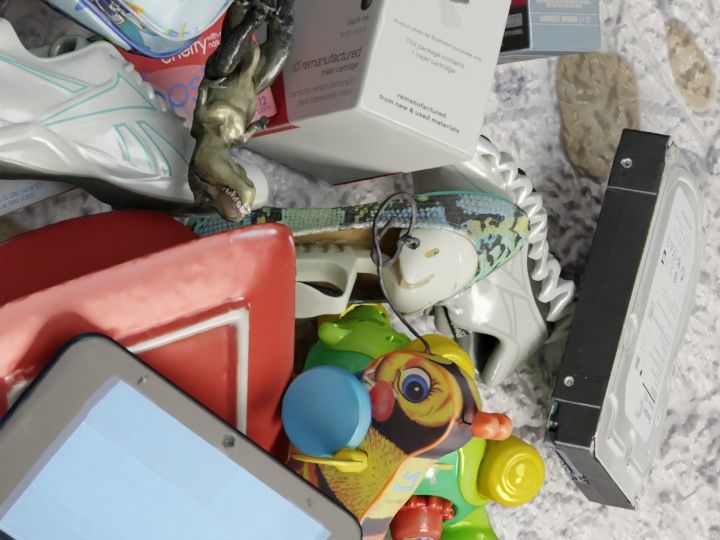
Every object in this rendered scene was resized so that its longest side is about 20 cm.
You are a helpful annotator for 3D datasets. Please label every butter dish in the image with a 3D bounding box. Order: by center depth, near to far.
[{"bbox_3d":[-0.146,0.043,1.425,0.199,0.148,0.200,-19,136,-23],"label":"butter dish"}]

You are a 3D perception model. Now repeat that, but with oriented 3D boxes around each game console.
[{"bbox_3d":[-0.105,0.161,1.323,0.200,0.118,0.171,38,36,-29],"label":"game console"}]

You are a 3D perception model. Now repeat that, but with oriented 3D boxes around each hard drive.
[{"bbox_3d":[0.164,0.032,1.704,0.140,0.038,0.201,51,53,-63],"label":"hard drive"}]

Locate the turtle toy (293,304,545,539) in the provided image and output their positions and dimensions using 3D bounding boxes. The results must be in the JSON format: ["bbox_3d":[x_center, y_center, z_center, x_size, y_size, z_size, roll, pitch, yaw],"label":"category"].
[{"bbox_3d":[0.027,0.108,1.576,0.101,0.146,0.200,-41,115,-11],"label":"turtle toy"}]

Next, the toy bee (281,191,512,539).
[{"bbox_3d":[0.015,0.080,1.427,0.131,0.109,0.201,-23,134,-51],"label":"toy bee"}]

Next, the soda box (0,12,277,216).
[{"bbox_3d":[-0.143,-0.084,1.480,0.200,0.063,0.070,-24,103,-37],"label":"soda box"}]

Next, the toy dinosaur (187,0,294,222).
[{"bbox_3d":[-0.054,-0.110,1.413,0.047,0.088,0.200,25,36,-12],"label":"toy dinosaur"}]

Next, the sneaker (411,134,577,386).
[{"bbox_3d":[0.065,-0.010,1.624,0.081,0.075,0.200,-43,134,-16],"label":"sneaker"}]

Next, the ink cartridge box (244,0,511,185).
[{"bbox_3d":[0.014,-0.160,1.557,0.084,0.144,0.201,22,74,-30],"label":"ink cartridge box"}]

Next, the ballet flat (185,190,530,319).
[{"bbox_3d":[0.000,0.000,1.543,0.199,0.074,0.075,-5,91,-8],"label":"ballet flat"}]

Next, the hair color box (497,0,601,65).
[{"bbox_3d":[0.083,-0.224,1.649,0.060,0.099,0.201,-2,89,-39],"label":"hair color box"}]

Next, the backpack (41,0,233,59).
[{"bbox_3d":[-0.121,-0.222,1.374,0.200,0.147,0.183,37,87,-33],"label":"backpack"}]

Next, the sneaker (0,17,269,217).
[{"bbox_3d":[-0.123,-0.074,1.410,0.200,0.070,0.081,16,76,-39],"label":"sneaker"}]
